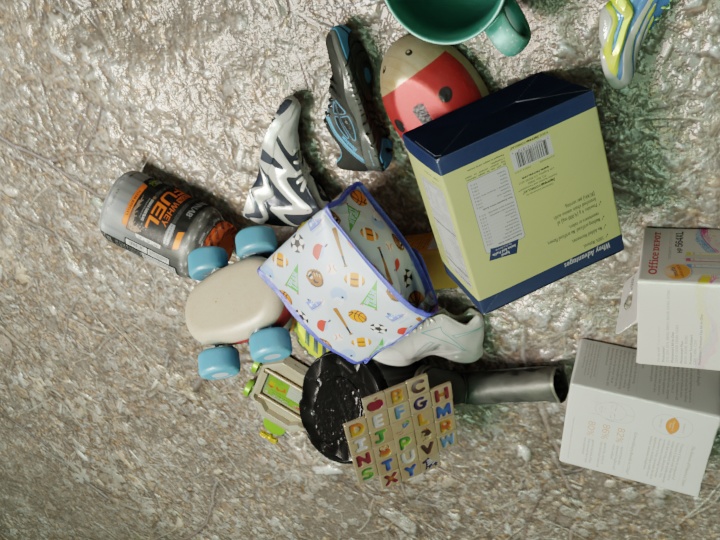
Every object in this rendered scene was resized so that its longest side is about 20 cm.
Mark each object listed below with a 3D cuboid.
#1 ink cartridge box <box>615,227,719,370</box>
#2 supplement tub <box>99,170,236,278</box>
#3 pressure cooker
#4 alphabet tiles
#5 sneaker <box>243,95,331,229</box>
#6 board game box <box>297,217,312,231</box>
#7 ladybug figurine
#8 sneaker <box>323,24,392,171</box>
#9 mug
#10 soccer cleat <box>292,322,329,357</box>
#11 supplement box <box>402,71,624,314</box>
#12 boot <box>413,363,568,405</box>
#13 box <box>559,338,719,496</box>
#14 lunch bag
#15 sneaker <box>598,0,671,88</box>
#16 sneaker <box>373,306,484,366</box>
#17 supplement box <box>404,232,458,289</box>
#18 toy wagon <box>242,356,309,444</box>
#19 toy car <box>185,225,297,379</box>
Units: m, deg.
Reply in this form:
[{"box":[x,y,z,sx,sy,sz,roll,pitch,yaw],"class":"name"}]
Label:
[{"box":[0.422,0.034,0.966,0.195,0.129,0.128,3,123,23],"class":"ink cartridge box"},{"box":[-0.306,-0.067,1.251,0.196,0.123,0.124,24,129,7],"class":"supplement tub"},{"box":[0.021,0.203,1.235,0.172,0.198,0.184,1,89,33],"class":"pressure cooker"},{"box":[0.062,0.236,1.124,0.163,0.006,0.203,-19,129,-9],"class":"alphabet tiles"},{"box":[-0.086,-0.143,1.130,0.127,0.080,0.203,19,115,-6],"class":"sneaker"},{"box":[0.000,0.000,1.131,0.094,0.030,0.201,-22,114,36],"class":"board game box"},{"box":[0.097,-0.203,0.999,0.135,0.072,0.201,-31,105,37],"class":"ladybug figurine"},{"box":[-0.020,-0.222,1.042,0.080,0.074,0.204,-1,120,26],"class":"sneaker"},{"box":[0.109,-0.334,0.878,0.149,0.115,0.188,-2,121,26],"class":"mug"},{"box":[-0.075,0.068,1.270,0.082,0.065,0.203,-18,112,31],"class":"soccer cleat"},{"box":[0.183,-0.095,0.934,0.196,0.135,0.203,-23,115,-5],"class":"supplement box"},{"box":[0.194,0.176,1.161,0.196,0.180,0.075,2,92,32],"class":"boot"},{"box":[0.396,0.206,1.109,0.195,0.107,0.155,11,126,19],"class":"box"},{"box":[-0.009,0.014,1.048,0.201,0.124,0.169,50,130,-2],"class":"lunch bag"},{"box":[0.311,-0.295,0.833,0.103,0.076,0.204,4,122,22],"class":"sneaker"},{"box":[0.095,0.092,1.170,0.195,0.071,0.082,-3,118,-16],"class":"sneaker"},{"box":[0.084,-0.012,1.139,0.196,0.069,0.068,-7,119,27],"class":"supplement box"},{"box":[-0.142,0.242,1.436,0.153,0.040,0.202,29,130,5],"class":"toy wagon"},{"box":[-0.146,0.062,1.180,0.174,0.199,0.189,-20,69,22],"class":"toy car"}]
